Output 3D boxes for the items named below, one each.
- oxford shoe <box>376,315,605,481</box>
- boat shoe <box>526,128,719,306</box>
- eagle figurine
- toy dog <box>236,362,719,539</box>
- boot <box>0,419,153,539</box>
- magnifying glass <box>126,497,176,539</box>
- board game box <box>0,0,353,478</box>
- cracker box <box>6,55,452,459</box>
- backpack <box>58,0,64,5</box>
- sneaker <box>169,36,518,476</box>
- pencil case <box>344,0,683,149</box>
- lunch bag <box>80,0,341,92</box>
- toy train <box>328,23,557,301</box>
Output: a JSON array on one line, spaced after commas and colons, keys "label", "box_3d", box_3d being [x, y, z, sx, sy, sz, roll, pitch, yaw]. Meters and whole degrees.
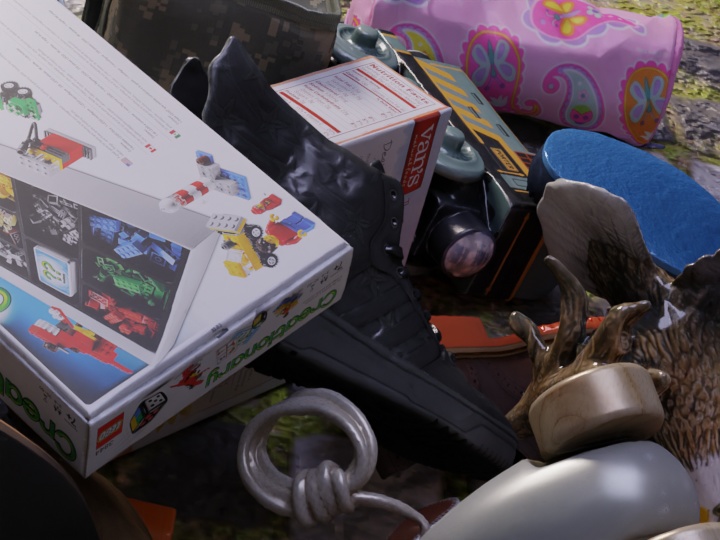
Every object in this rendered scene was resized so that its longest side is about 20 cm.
[{"label": "oxford shoe", "box_3d": [0.074, 0.064, 0.945, 0.199, 0.071, 0.073, 1, 69, -36]}, {"label": "boat shoe", "box_3d": [0.160, 0.011, 1.005, 0.200, 0.069, 0.084, 38, 45, 3]}, {"label": "eagle figurine", "box_3d": [0.162, 0.048, 0.891, 0.199, 0.152, 0.152, -2, 29, -27]}, {"label": "toy dog", "box_3d": [0.053, 0.113, 0.780, 0.199, 0.096, 0.133, -7, 66, 20]}, {"label": "boot", "box_3d": [-0.120, 0.089, 0.716, 0.073, 0.200, 0.076, -34, 46, 5]}, {"label": "magnifying glass", "box_3d": [-0.173, 0.086, 0.824, 0.199, 0.022, 0.080, 12, 34, -5]}, {"label": "board game box", "box_3d": [-0.117, -0.029, 0.740, 0.200, 0.035, 0.126, 40, 53, 22]}, {"label": "cracker box", "box_3d": [-0.056, -0.007, 0.909, 0.058, 0.135, 0.199, 36, 37, 29]}, {"label": "backpack", "box_3d": [-0.206, -0.077, 0.954, 0.162, 0.154, 0.201, 4, 57, -9]}, {"label": "sneaker", "box_3d": [-0.002, 0.000, 0.829, 0.199, 0.060, 0.105, 30, 66, -28]}, {"label": "pencil case", "box_3d": [0.090, -0.130, 1.210, 0.199, 0.088, 0.088, 12, 33, -10]}, {"label": "lunch bag", "box_3d": [-0.081, -0.117, 1.030, 0.117, 0.165, 0.200, 13, 32, -11]}, {"label": "toy train", "box_3d": [0.036, -0.059, 1.085, 0.113, 0.086, 0.200, 9, 30, -34]}]
